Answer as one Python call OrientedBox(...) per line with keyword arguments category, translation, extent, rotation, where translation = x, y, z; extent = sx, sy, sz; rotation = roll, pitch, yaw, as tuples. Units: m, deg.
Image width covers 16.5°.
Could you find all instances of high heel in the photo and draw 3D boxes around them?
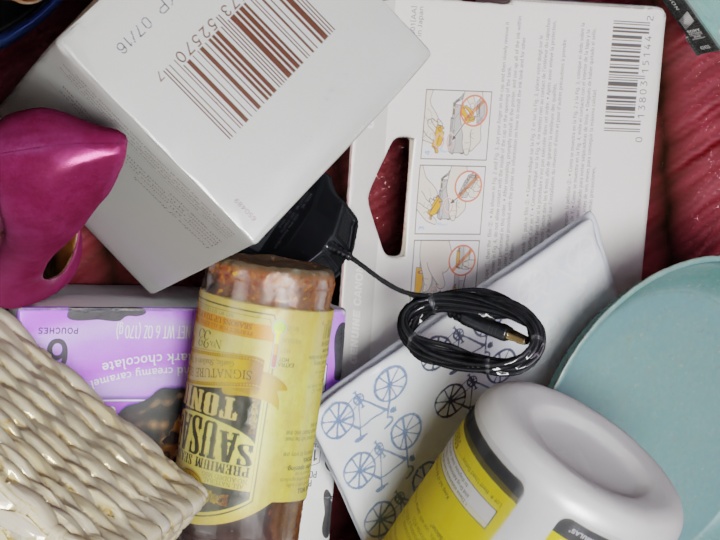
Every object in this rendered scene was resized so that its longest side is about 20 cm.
OrientedBox(category="high heel", translation=(-0.124, -0.028, 1.066), extent=(0.095, 0.200, 0.068), rotation=(-5, 74, 8))

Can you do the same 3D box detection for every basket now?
OrientedBox(category="basket", translation=(-0.194, 0.110, 1.039), extent=(0.200, 0.198, 0.161), rotation=(42, 100, 4))

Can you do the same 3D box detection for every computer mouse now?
OrientedBox(category="computer mouse", translation=(0.000, 0.000, 1.184), extent=(0.059, 0.199, 0.034), rotation=(-53, 159, -19))

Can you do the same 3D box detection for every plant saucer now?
OrientedBox(category="plant saucer", translation=(0.155, 0.085, 1.260), extent=(0.199, 0.036, 0.202), rotation=(-12, 111, -32))

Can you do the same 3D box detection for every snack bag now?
OrientedBox(category="snack bag", translation=(0.074, 0.099, 1.243), extent=(0.188, 0.021, 0.201), rotation=(-33, 122, -22))

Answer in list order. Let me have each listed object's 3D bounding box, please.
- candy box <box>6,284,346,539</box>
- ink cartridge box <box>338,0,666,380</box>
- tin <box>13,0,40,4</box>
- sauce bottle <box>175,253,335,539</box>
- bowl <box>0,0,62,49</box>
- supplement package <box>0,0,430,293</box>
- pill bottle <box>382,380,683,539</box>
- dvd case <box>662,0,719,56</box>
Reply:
OrientedBox(category="candy box", translation=(-0.101, 0.111, 1.197), extent=(0.166, 0.071, 0.202), rotation=(0, 99, -24))
OrientedBox(category="ink cartridge box", translation=(0.063, -0.039, 1.257), extent=(0.175, 0.045, 0.202), rotation=(1, 99, -25))
OrientedBox(category="tin", translation=(-0.134, -0.178, 1.036), extent=(0.042, 0.200, 0.113), rotation=(0, 110, 18))
OrientedBox(category="sauce bottle", translation=(-0.054, 0.094, 1.140), extent=(0.066, 0.066, 0.202), rotation=(5, 94, -24))
OrientedBox(category="bowl", translation=(-0.203, -0.188, 1.117), extent=(0.199, 0.039, 0.202), rotation=(-4, 101, -23))
OrientedBox(category="supplement package", translation=(-0.073, -0.079, 1.088), extent=(0.117, 0.200, 0.117), rotation=(44, 73, -7))
OrientedBox(category="pill bottle", translation=(0.054, 0.160, 1.156), extent=(0.111, 0.112, 0.201), rotation=(24, 111, -25))
OrientedBox(category="dvd case", translation=(0.163, -0.232, 1.263), extent=(0.146, 0.022, 0.200), rotation=(-49, 113, -23))
